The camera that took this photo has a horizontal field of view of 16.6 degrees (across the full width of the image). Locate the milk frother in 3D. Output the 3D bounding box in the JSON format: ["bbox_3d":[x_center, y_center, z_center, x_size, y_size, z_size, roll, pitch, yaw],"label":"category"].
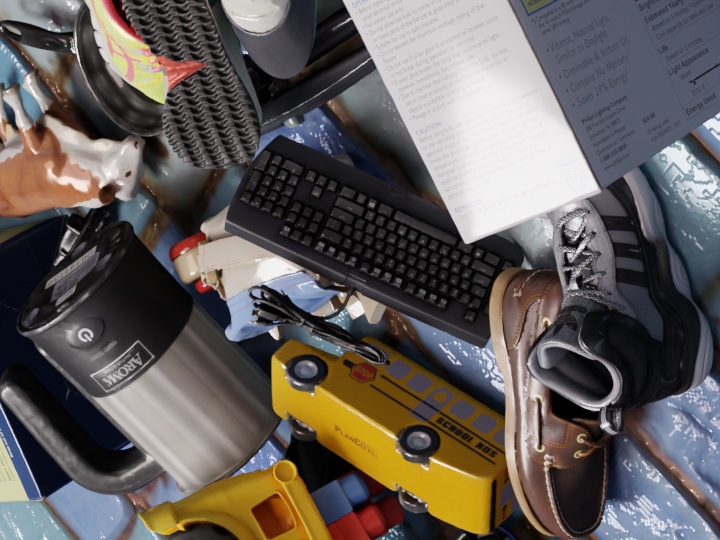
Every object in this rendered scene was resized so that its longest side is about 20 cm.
[{"bbox_3d":[-0.169,0.053,1.925,0.180,0.200,0.188,-28,115,34],"label":"milk frother"}]

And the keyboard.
[{"bbox_3d":[0.000,0.000,1.682,0.199,0.128,0.021,24,173,1],"label":"keyboard"}]

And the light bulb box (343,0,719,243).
[{"bbox_3d":[0.113,-0.154,1.454,0.125,0.198,0.201,-21,97,47],"label":"light bulb box"}]

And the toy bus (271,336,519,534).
[{"bbox_3d":[0.028,0.111,1.788,0.200,0.078,0.065,31,143,28],"label":"toy bus"}]

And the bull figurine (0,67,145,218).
[{"bbox_3d":[-0.251,-0.094,1.949,0.200,0.065,0.122,-15,108,50],"label":"bull figurine"}]

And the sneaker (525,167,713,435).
[{"bbox_3d":[0.147,0.006,1.583,0.075,0.114,0.201,-22,98,48],"label":"sneaker"}]

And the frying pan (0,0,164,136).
[{"bbox_3d":[-0.197,-0.155,1.888,0.190,0.031,0.115,-6,109,50],"label":"frying pan"}]

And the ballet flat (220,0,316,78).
[{"bbox_3d":[-0.071,-0.214,1.568,0.073,0.073,0.201,14,115,39],"label":"ballet flat"}]

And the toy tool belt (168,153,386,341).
[{"bbox_3d":[-0.059,0.006,1.783,0.200,0.125,0.123,-30,83,50],"label":"toy tool belt"}]

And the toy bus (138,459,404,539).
[{"bbox_3d":[-0.046,0.233,1.816,0.201,0.191,0.136,64,174,5],"label":"toy bus"}]

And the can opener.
[{"bbox_3d":[-0.041,-0.136,1.726,0.199,0.079,0.064,-21,110,36],"label":"can opener"}]

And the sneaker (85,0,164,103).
[{"bbox_3d":[-0.147,-0.173,1.737,0.090,0.078,0.200,45,174,43],"label":"sneaker"}]

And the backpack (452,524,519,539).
[{"bbox_3d":[0.096,0.316,1.802,0.200,0.147,0.183,43,140,12],"label":"backpack"}]

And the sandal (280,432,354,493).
[{"bbox_3d":[-0.038,0.162,1.916,0.076,0.043,0.201,23,129,34],"label":"sandal"}]

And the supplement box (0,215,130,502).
[{"bbox_3d":[-0.314,0.080,2.069,0.199,0.134,0.201,-10,106,47],"label":"supplement box"}]

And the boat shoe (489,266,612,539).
[{"bbox_3d":[0.138,0.095,1.680,0.070,0.070,0.201,8,119,46],"label":"boat shoe"}]

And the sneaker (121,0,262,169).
[{"bbox_3d":[-0.106,-0.159,1.662,0.070,0.094,0.200,-4,138,14],"label":"sneaker"}]
